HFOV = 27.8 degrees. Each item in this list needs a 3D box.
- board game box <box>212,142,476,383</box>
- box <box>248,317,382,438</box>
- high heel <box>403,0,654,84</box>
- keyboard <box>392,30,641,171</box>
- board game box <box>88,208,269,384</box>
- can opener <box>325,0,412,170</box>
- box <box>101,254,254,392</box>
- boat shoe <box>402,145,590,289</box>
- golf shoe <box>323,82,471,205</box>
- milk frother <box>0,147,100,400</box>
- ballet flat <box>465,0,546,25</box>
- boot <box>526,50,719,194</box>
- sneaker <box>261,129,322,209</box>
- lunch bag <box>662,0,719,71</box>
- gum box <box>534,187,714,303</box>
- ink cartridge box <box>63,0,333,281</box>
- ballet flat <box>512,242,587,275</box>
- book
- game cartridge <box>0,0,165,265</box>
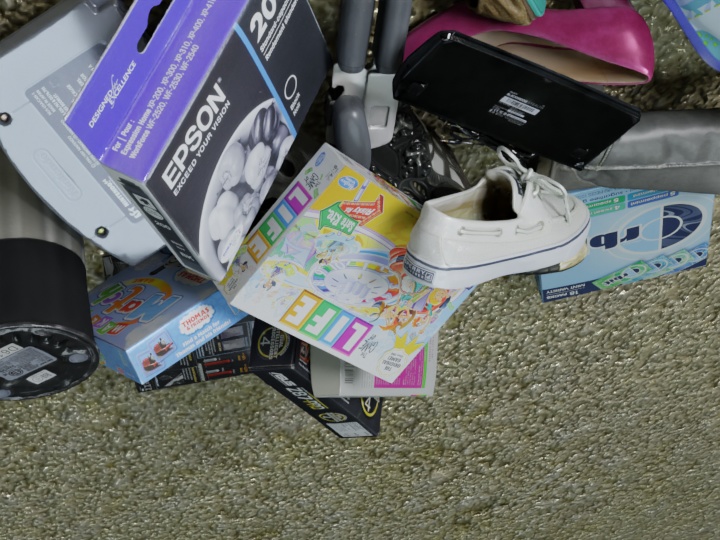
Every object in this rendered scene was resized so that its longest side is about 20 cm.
[{"bbox_3d":[0.000,0.000,1.122,0.134,0.034,0.200,-50,137,11],"label":"board game box"},{"bbox_3d":[-0.031,0.047,1.319,0.049,0.161,0.200,-6,154,23],"label":"box"},{"bbox_3d":[0.116,-0.154,1.088,0.200,0.096,0.067,-15,151,4],"label":"high heel"},{"bbox_3d":[0.108,-0.129,1.091,0.200,0.040,0.104,18,139,-33],"label":"keyboard"},{"bbox_3d":[-0.132,0.011,1.167,0.200,0.151,0.037,-35,116,-25],"label":"board game box"},{"bbox_3d":[0.010,-0.151,1.050,0.053,0.067,0.200,-1,139,-9],"label":"can opener"},{"bbox_3d":[-0.150,0.042,1.380,0.157,0.050,0.200,-10,151,-4],"label":"box"},{"bbox_3d":[0.112,-0.051,1.105,0.202,0.075,0.086,-15,126,-42],"label":"boat shoe"},{"bbox_3d":[0.032,-0.091,1.195,0.078,0.095,0.200,-32,121,11],"label":"golf shoe"},{"bbox_3d":[-0.303,-0.019,1.074,0.180,0.188,0.200,-16,150,6],"label":"milk frother"},{"bbox_3d":[0.076,-0.232,0.985,0.072,0.068,0.200,1,159,17],"label":"ballet flat"},{"bbox_3d":[0.245,-0.119,1.194,0.200,0.073,0.182,3,151,-2],"label":"boot"},{"bbox_3d":[-0.124,-0.077,1.169,0.200,0.073,0.112,16,145,-27],"label":"sneaker"},{"bbox_3d":[0.321,-0.218,1.039,0.200,0.128,0.170,31,133,-34],"label":"lunch bag"},{"bbox_3d":[0.244,-0.049,1.373,0.170,0.045,0.200,-13,151,2],"label":"gum box"},{"bbox_3d":[-0.098,-0.123,0.978,0.043,0.198,0.200,17,160,24],"label":"ink cartridge box"},{"bbox_3d":[0.104,-0.036,1.282,0.200,0.066,0.057,9,122,-4],"label":"ballet flat"},{"bbox_3d":[0.015,0.048,1.309,0.048,0.134,0.200,-5,173,25],"label":"book"},{"bbox_3d":[-0.182,-0.099,1.046,0.133,0.041,0.200,-34,126,2],"label":"game cartridge"}]
